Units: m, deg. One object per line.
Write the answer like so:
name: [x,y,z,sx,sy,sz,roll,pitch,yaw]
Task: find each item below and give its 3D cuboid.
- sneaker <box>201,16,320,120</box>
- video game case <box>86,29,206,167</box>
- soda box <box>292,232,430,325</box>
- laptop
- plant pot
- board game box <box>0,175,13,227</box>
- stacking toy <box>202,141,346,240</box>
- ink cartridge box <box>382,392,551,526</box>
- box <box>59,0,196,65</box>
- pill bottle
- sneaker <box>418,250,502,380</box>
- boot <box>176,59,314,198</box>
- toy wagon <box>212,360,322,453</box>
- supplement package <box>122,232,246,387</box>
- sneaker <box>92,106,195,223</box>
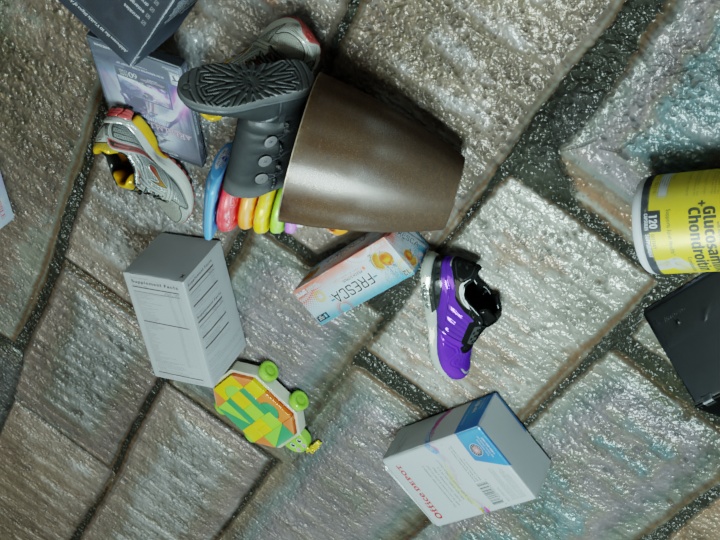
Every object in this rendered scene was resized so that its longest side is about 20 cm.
sneaker: [-0.127,-0.240,1.371,0.199,0.082,0.078,-29,108,40]
video game case: [-0.284,-0.228,1.485,0.142,0.019,0.201,21,149,14]
soda box: [0.000,0.000,1.510,0.200,0.064,0.068,-29,107,42]
laptop: [0.486,0.088,1.340,0.199,0.117,0.187,22,140,-27]
plant pot: [0.020,-0.123,1.345,0.199,0.188,0.188,16,132,-1]
board game box: [-0.664,-0.174,1.755,0.198,0.041,0.201,11,129,22]
stacking toy: [-0.108,-0.087,1.490,0.199,0.116,0.110,16,135,3]
ink cartridge box: [0.154,0.281,1.626,0.199,0.085,0.145,-28,108,39]
box: [-0.276,-0.392,1.310,0.200,0.124,0.196,43,132,-7]
pill bottle: [0.406,-0.056,1.203,0.199,0.112,0.113,-4,122,32]
sneaker: [0.142,0.069,1.479,0.099,0.070,0.201,4,126,24]
boot: [-0.149,-0.166,1.352,0.164,0.066,0.200,-6,152,-18]
toy wagon: [-0.146,0.232,1.788,0.200,0.040,0.155,45,133,-8]
supplement package: [-0.262,0.059,1.671,0.113,0.110,0.201,9,128,24]
sneaker: [-0.308,-0.134,1.551,0.077,0.082,0.200,3,143,38]
